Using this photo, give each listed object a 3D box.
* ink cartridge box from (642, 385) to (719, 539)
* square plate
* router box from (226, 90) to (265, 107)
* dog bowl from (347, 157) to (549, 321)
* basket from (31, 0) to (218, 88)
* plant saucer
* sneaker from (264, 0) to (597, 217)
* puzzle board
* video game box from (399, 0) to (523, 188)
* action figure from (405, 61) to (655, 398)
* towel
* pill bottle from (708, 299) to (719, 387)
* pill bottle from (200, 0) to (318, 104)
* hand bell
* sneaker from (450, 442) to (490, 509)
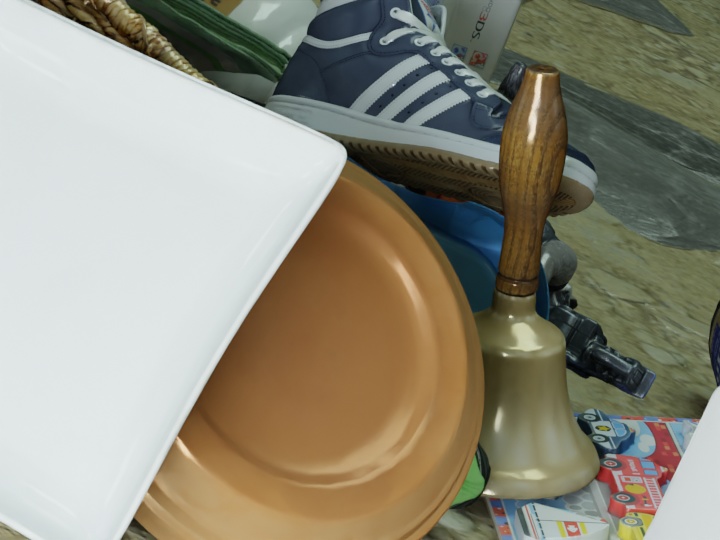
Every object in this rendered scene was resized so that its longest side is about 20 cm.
[{"bbox_3d":[0.221,0.169,1.150,0.199,0.147,0.147,21,16,-11],"label":"ink cartridge box"},{"bbox_3d":[-0.133,-0.002,1.127,0.197,0.201,0.028,25,-16,21],"label":"square plate"},{"bbox_3d":[-0.130,-0.070,1.542,0.199,0.062,0.150,18,16,-21],"label":"router box"},{"bbox_3d":[0.000,0.000,1.438,0.199,0.112,0.050,23,1,-4],"label":"dog bowl"},{"bbox_3d":[-0.174,-0.060,1.231,0.200,0.149,0.142,46,26,19],"label":"basket"},{"bbox_3d":[-0.030,0.034,1.174,0.199,0.201,0.037,17,-25,-23],"label":"plant saucer"},{"bbox_3d":[0.045,-0.098,1.442,0.199,0.109,0.070,14,-16,31],"label":"sneaker"},{"bbox_3d":[0.135,0.110,1.365,0.150,0.018,0.200,4,19,-7],"label":"puzzle board"},{"bbox_3d":[0.035,-0.139,1.775,0.047,0.183,0.200,18,17,-19],"label":"video game box"},{"bbox_3d":[0.094,-0.016,1.542,0.199,0.105,0.194,27,-21,28],"label":"action figure"},{"bbox_3d":[-0.155,-0.140,1.605,0.199,0.024,0.152,5,-13,35],"label":"towel"},{"bbox_3d":[0.262,0.069,1.575,0.111,0.112,0.200,23,16,-5],"label":"pill bottle"},{"bbox_3d":[-0.086,-0.136,1.715,0.199,0.115,0.114,31,18,23],"label":"pill bottle"},{"bbox_3d":[0.075,-0.002,1.338,0.103,0.201,0.104,4,20,-1],"label":"hand bell"},{"bbox_3d":[-0.019,0.059,1.314,0.200,0.077,0.084,38,4,31],"label":"sneaker"}]
